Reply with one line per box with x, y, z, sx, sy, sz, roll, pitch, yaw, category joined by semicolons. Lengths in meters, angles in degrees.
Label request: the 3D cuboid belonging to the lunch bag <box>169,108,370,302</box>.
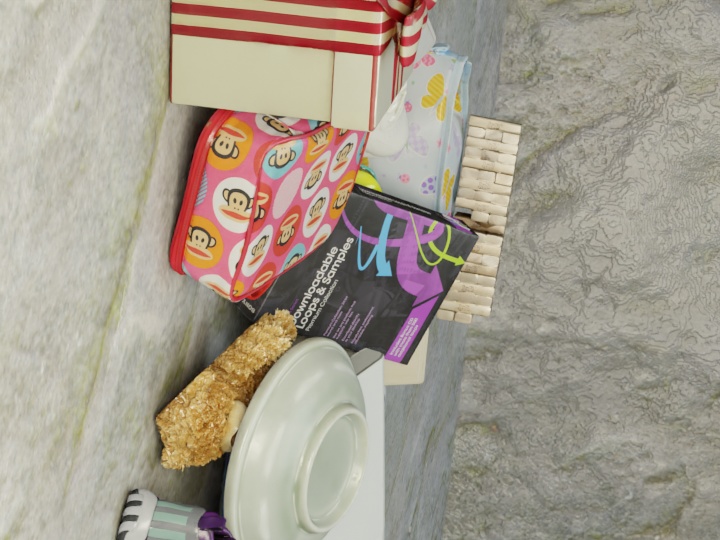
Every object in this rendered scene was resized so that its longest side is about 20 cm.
-0.070;-0.061;1.603;0.200;0.082;0.177;-34;145;-58;lunch bag

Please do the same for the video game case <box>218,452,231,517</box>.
-0.103;0.224;1.754;0.200;0.045;0.183;-110;-155;-80;video game case

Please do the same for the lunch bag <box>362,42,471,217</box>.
0.017;-0.130;1.938;0.127;0.168;0.201;-60;156;-68;lunch bag

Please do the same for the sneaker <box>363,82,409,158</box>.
0.007;-0.163;1.688;0.200;0.080;0.077;57;41;-49;sneaker

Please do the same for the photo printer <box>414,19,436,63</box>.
-0.002;-0.265;1.799;0.167;0.069;0.200;56;2;12;photo printer

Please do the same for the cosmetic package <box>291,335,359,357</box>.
-0.046;0.167;1.848;0.104;0.073;0.202;-109;-156;-74;cosmetic package

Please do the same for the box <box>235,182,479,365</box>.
0.000;0.000;1.792;0.199;0.036;0.144;17;108;-41;box

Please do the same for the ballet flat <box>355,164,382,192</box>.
-0.001;-0.018;1.864;0.200;0.066;0.067;76;20;-54;ballet flat

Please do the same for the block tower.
0.118;-0.051;1.968;0.058;0.054;0.202;-57;157;-80;block tower

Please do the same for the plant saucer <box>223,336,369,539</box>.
-0.039;0.156;1.632;0.200;0.050;0.201;-38;135;-51;plant saucer

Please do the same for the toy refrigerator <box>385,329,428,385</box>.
-0.003;0.047;1.975;0.200;0.075;0.071;-136;-132;-64;toy refrigerator

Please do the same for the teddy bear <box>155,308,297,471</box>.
-0.101;0.100;1.642;0.145;0.067;0.200;-46;180;6;teddy bear

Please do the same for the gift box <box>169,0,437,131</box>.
-0.035;-0.223;1.508;0.185;0.185;0.201;-65;162;-61;gift box

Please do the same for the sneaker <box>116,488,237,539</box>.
-0.133;0.238;1.581;0.200;0.087;0.075;78;22;-63;sneaker

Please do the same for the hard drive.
-0.023;0.185;1.759;0.132;0.026;0.201;-33;131;-47;hard drive
